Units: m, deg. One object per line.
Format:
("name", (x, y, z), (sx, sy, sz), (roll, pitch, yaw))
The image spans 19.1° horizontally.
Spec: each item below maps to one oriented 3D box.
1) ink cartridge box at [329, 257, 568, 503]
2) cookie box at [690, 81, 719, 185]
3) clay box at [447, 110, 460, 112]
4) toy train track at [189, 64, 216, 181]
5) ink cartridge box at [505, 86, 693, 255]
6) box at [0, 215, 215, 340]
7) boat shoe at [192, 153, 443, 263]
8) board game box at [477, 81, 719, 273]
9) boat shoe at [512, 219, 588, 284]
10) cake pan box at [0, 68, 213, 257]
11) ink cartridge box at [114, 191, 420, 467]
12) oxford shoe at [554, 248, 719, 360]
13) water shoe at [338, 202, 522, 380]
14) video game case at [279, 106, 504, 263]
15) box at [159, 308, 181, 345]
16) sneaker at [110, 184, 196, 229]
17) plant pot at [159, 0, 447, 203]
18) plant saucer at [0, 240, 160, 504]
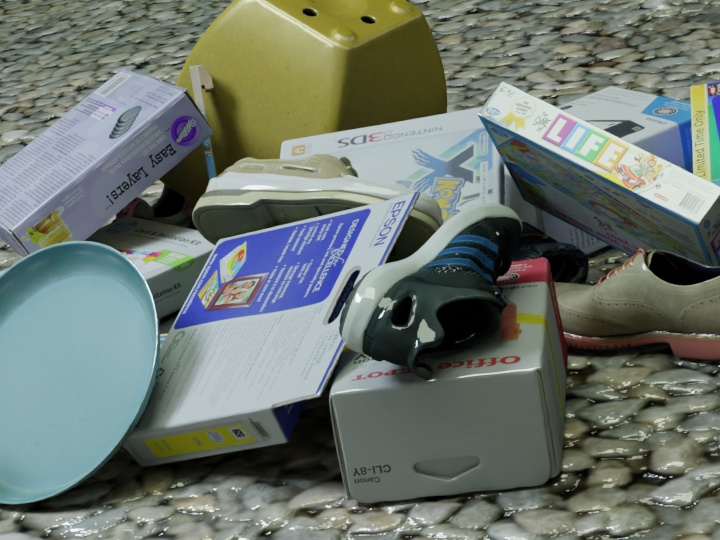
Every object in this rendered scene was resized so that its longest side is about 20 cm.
("ink cartridge box", (0.064, 0.072, 1.463), (0.145, 0.084, 0.200), (-8, 20, 9))
("cookie box", (0.362, -0.084, 1.675), (0.200, 0.075, 0.171), (-8, 39, 13))
("clay box", (0.122, -0.113, 1.982), (0.200, 0.048, 0.115), (2, 23, 32))
("toy train track", (-0.111, -0.074, 1.789), (0.032, 0.200, 0.115), (-10, -1, -4))
("ink cartridge box", (0.186, -0.081, 1.809), (0.200, 0.084, 0.145), (-22, 24, -28))
("box", (-0.218, 0.017, 1.702), (0.200, 0.041, 0.156), (-25, 23, -34))
("boat shoe", (-0.027, -0.054, 1.598), (0.200, 0.075, 0.068), (6, 50, 23))
("board game box", (0.190, -0.056, 1.586), (0.200, 0.134, 0.034), (30, 76, 31))
("boat shoe", (0.077, 0.012, 1.637), (0.200, 0.071, 0.091), (-23, 25, -29))
("cake pan box", (-0.232, -0.089, 1.784), (0.184, 0.052, 0.200), (-39, 22, -12))
("ink cartridge box", (-0.057, 0.042, 1.508), (0.200, 0.047, 0.198), (-10, 39, 38))
("oxford shoe", (0.202, 0.015, 1.553), (0.200, 0.075, 0.070), (3, 24, 34))
("water shoe", (0.065, 0.020, 1.413), (0.079, 0.072, 0.200), (32, 37, 21))
("video game case", (0.021, -0.042, 1.637), (0.182, 0.022, 0.200), (-9, 45, 13))
("box", (-0.173, 0.059, 1.684), (0.160, 0.044, 0.200), (-4, 21, 24))
("sneaker", (-0.210, -0.017, 1.854), (0.070, 0.082, 0.200), (3, 25, 34))
("plant pot", (-0.041, -0.153, 1.858), (0.195, 0.200, 0.194), (32, 39, 25))
("plant saucer", (-0.220, 0.075, 1.534), (0.200, 0.027, 0.200), (-15, 60, 28))
